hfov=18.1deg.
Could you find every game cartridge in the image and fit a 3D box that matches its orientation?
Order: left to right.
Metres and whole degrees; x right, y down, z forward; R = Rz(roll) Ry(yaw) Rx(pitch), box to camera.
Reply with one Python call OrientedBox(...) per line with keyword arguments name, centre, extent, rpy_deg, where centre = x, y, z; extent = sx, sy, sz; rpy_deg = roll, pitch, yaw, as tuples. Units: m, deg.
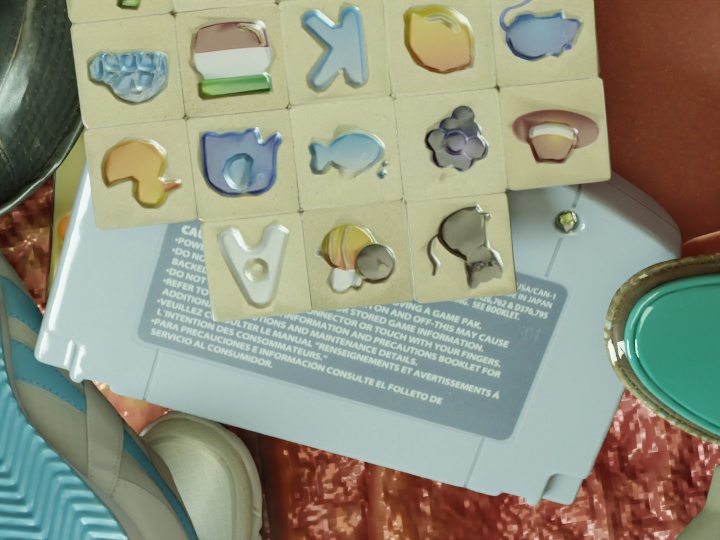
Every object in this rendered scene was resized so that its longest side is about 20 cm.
OrientedBox(name="game cartridge", centre=(0.000, 0.000, 0.769), extent=(0.199, 0.042, 0.133), rpy_deg=(16, 115, -6))

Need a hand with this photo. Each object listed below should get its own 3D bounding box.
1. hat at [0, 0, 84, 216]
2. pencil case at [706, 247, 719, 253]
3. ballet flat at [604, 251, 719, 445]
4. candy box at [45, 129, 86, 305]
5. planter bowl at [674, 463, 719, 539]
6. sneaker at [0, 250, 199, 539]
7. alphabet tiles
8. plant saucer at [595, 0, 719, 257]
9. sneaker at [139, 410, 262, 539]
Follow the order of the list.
OrientedBox(name="hat", centre=(-0.171, -0.099, 0.797), extent=(0.081, 0.200, 0.201), rpy_deg=(11, 96, -40))
OrientedBox(name="pencil case", centre=(0.208, -0.015, 0.830), extent=(0.200, 0.083, 0.087), rpy_deg=(-35, 78, 6))
OrientedBox(name="ballet flat", centre=(0.170, 0.031, 0.764), extent=(0.199, 0.065, 0.071), rpy_deg=(14, 106, -13))
OrientedBox(name="candy box", centre=(-0.014, -0.037, 0.856), extent=(0.199, 0.055, 0.116), rpy_deg=(5, 94, 4))
OrientedBox(name="planter bowl", centre=(0.177, 0.138, 0.792), extent=(0.200, 0.200, 0.135), rpy_deg=(6, 85, 4))
OrientedBox(name="sneaker", centre=(-0.123, 0.063, 0.823), extent=(0.076, 0.081, 0.200), rpy_deg=(-39, 61, 12))
OrientedBox(name="alphabet tiles", centre=(-0.009, -0.086, 0.712), extent=(0.166, 0.006, 0.201), rpy_deg=(-6, 99, 2))
OrientedBox(name="plant saucer", centre=(0.087, -0.073, 0.765), extent=(0.199, 0.037, 0.200), rpy_deg=(-18, 116, 12))
OrientedBox(name="sneaker", centre=(-0.098, 0.149, 0.863), extent=(0.075, 0.081, 0.200), rpy_deg=(26, 94, 4))
